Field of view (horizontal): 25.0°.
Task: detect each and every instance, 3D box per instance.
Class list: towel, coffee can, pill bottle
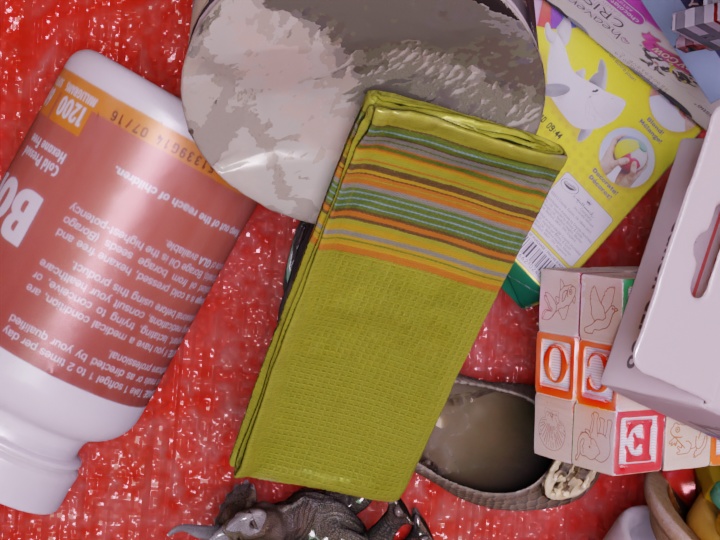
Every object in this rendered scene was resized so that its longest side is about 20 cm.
[{"bbox_3d":[0.011,0.020,0.684,0.085,0.018,0.201,14,123,-13],"label":"towel"},{"bbox_3d":[0.002,-0.139,0.703,0.145,0.201,0.147,0,138,0],"label":"coffee can"},{"bbox_3d":[-0.133,0.007,0.769,0.112,0.112,0.201,29,91,-4],"label":"pill bottle"}]

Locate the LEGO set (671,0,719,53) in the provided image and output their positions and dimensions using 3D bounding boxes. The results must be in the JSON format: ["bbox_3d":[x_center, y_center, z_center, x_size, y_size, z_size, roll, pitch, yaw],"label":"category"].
[{"bbox_3d":[0.192,-0.154,0.651,0.153,0.115,0.202,4,82,-46],"label":"LEGO set"}]

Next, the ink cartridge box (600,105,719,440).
[{"bbox_3d":[0.180,0.018,0.694,0.199,0.067,0.117,25,80,-33],"label":"ink cartridge box"}]

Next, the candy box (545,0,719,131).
[{"bbox_3d":[0.178,-0.185,0.769,0.136,0.061,0.201,36,73,-6],"label":"candy box"}]

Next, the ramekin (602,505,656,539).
[{"bbox_3d":[0.180,0.211,0.760,0.199,0.200,0.106,29,102,-4],"label":"ramekin"}]

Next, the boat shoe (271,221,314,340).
[{"bbox_3d":[0.000,0.000,0.799,0.073,0.065,0.202,12,92,-3],"label":"boat shoe"}]

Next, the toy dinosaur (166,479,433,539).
[{"bbox_3d":[-0.010,0.156,0.811,0.102,0.077,0.201,-29,126,2],"label":"toy dinosaur"}]

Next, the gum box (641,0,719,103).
[{"bbox_3d":[0.186,-0.199,0.718,0.199,0.045,0.170,-36,92,-20],"label":"gum box"}]

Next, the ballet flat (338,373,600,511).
[{"bbox_3d":[0.046,0.075,0.781,0.199,0.046,0.068,26,90,-31],"label":"ballet flat"}]

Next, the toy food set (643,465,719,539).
[{"bbox_3d":[0.221,0.145,0.752,0.199,0.198,0.049,31,102,-2],"label":"toy food set"}]

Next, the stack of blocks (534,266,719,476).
[{"bbox_3d":[0.179,0.028,0.769,0.199,0.058,0.116,-2,95,-32],"label":"stack of blocks"}]

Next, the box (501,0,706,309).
[{"bbox_3d":[0.109,-0.093,0.791,0.117,0.048,0.200,45,75,-4],"label":"box"}]
